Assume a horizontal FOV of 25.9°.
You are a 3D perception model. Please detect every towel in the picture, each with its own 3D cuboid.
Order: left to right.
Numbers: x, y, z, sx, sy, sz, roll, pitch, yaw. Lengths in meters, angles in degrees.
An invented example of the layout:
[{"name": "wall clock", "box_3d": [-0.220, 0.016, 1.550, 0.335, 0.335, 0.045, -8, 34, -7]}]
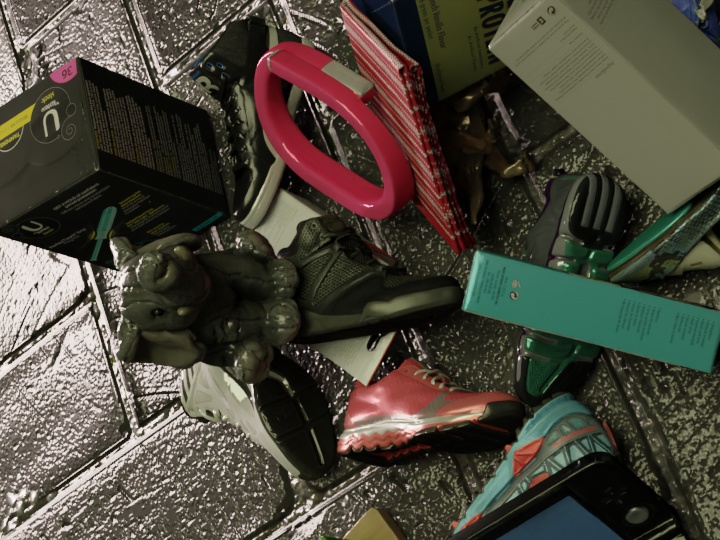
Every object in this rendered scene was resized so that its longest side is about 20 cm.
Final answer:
[{"name": "towel", "box_3d": [0.040, -0.123, 1.340, 0.022, 0.202, 0.145, -27, 37, -8]}]

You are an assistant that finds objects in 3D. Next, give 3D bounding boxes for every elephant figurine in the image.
[{"name": "elephant figurine", "box_3d": [-0.158, 0.018, 1.328, 0.156, 0.198, 0.142, -54, 50, 24]}]

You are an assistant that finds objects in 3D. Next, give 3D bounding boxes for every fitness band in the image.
[{"name": "fitness band", "box_3d": [-0.028, -0.124, 1.403, 0.037, 0.145, 0.199, -35, 50, -25]}]

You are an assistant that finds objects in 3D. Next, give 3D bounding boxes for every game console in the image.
[{"name": "game console", "box_3d": [0.164, 0.263, 1.215, 0.199, 0.176, 0.117, -35, 40, 20]}]

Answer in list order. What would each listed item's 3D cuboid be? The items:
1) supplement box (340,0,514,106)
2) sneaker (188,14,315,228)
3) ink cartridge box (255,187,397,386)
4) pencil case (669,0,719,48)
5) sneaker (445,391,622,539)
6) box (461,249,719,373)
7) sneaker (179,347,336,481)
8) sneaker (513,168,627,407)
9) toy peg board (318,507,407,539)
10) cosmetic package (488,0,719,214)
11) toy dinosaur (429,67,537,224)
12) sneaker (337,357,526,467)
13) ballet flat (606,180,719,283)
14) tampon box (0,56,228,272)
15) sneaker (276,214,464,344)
[{"name": "supplement box", "box_3d": [0.083, -0.284, 1.341, 0.198, 0.135, 0.201, -28, 53, -6]}, {"name": "sneaker", "box_3d": [-0.122, -0.149, 1.512, 0.073, 0.111, 0.202, -28, 45, 64]}, {"name": "ink cartridge box", "box_3d": [-0.026, 0.017, 1.459, 0.199, 0.050, 0.110, 34, 97, 35]}, {"name": "pencil case", "box_3d": [0.253, -0.264, 1.309, 0.087, 0.077, 0.203, -28, 61, 56]}, {"name": "sneaker", "box_3d": [0.141, 0.204, 1.280, 0.095, 0.079, 0.202, 37, 103, 30]}, {"name": "box", "box_3d": [0.181, 0.031, 1.233, 0.197, 0.082, 0.050, 14, 93, 5]}, {"name": "sneaker", "box_3d": [-0.103, 0.131, 1.490, 0.201, 0.075, 0.116, 55, 138, 18]}, {"name": "sneaker", "box_3d": [0.167, 0.014, 1.328, 0.087, 0.074, 0.203, 25, 98, 65]}, {"name": "toy peg board", "box_3d": [-0.016, 0.343, 1.346, 0.200, 0.097, 0.200, -49, 56, 16]}, {"name": "cosmetic package", "box_3d": [0.210, -0.157, 1.222, 0.085, 0.200, 0.108, -37, 15, 45]}, {"name": "toy dinosaur", "box_3d": [0.077, -0.129, 1.403, 0.134, 0.085, 0.203, -15, 78, 34]}, {"name": "sneaker", "box_3d": [0.056, 0.114, 1.357, 0.199, 0.073, 0.088, -15, 63, 41]}, {"name": "ballet flat", "box_3d": [0.286, -0.043, 1.248, 0.200, 0.074, 0.075, -46, 58, 21]}, {"name": "tampon box", "box_3d": [-0.255, -0.100, 1.555, 0.149, 0.199, 0.128, -26, 65, 27]}, {"name": "sneaker", "box_3d": [0.000, 0.000, 1.368, 0.198, 0.076, 0.116, -8, 80, 38]}]
